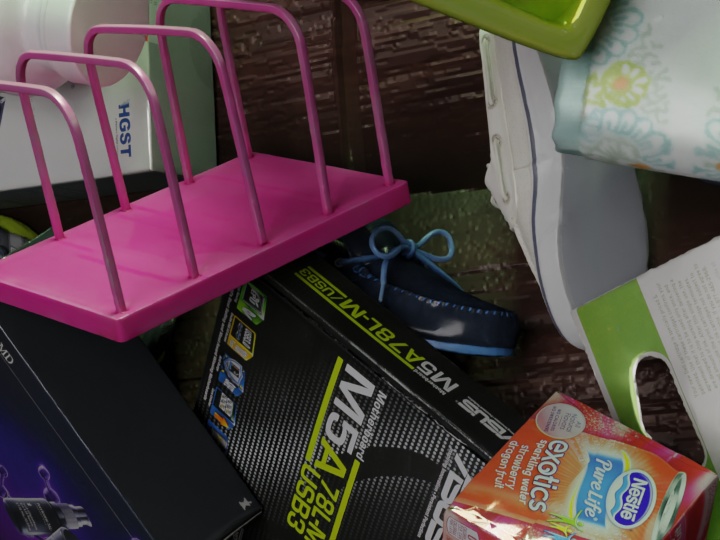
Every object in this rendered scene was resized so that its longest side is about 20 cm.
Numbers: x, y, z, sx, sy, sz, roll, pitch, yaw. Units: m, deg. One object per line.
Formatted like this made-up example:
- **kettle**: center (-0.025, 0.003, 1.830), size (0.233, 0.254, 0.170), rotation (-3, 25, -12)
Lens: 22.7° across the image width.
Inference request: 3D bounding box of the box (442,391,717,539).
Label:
- **box**: center (0.101, 0.175, 0.886), size (0.095, 0.100, 0.201), rotation (27, 137, 27)

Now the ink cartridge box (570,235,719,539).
- **ink cartridge box**: center (0.226, 0.042, 0.896), size (0.199, 0.076, 0.149), rotation (-28, 75, 26)

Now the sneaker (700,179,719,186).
- **sneaker**: center (0.212, -0.138, 0.924), size (0.145, 0.081, 0.202), rotation (15, 80, 9)

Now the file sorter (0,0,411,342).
- **file sorter**: center (-0.099, -0.069, 0.947), size (0.138, 0.199, 0.127), rotation (13, 121, 46)

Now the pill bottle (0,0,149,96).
- **pill bottle**: center (-0.223, -0.161, 1.045), size (0.198, 0.104, 0.105), rotation (15, 94, 28)

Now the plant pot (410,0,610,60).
- **plant pot**: center (0.031, -0.237, 0.853), size (0.201, 0.199, 0.181), rotation (-66, 24, 9)

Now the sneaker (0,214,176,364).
- **sneaker**: center (-0.202, 0.015, 1.122), size (0.199, 0.081, 0.075), rotation (17, 95, 28)

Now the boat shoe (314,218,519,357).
- **boat shoe**: center (0.000, 0.000, 1.016), size (0.198, 0.084, 0.069), rotation (15, 91, 26)

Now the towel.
- **towel**: center (0.190, -0.141, 0.856), size (0.170, 0.048, 0.202), rotation (10, 85, 22)

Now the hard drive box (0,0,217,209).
- **hard drive box**: center (-0.194, -0.125, 1.130), size (0.198, 0.077, 0.158), rotation (-6, 84, 27)

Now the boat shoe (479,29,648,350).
- **boat shoe**: center (0.102, -0.054, 0.980), size (0.070, 0.070, 0.202), rotation (-18, 81, 54)

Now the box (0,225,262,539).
- **box**: center (-0.170, 0.097, 1.036), size (0.201, 0.079, 0.141), rotation (54, 135, 0)

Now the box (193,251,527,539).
- **box**: center (-0.011, 0.111, 0.990), size (0.193, 0.047, 0.201), rotation (40, 132, 26)
